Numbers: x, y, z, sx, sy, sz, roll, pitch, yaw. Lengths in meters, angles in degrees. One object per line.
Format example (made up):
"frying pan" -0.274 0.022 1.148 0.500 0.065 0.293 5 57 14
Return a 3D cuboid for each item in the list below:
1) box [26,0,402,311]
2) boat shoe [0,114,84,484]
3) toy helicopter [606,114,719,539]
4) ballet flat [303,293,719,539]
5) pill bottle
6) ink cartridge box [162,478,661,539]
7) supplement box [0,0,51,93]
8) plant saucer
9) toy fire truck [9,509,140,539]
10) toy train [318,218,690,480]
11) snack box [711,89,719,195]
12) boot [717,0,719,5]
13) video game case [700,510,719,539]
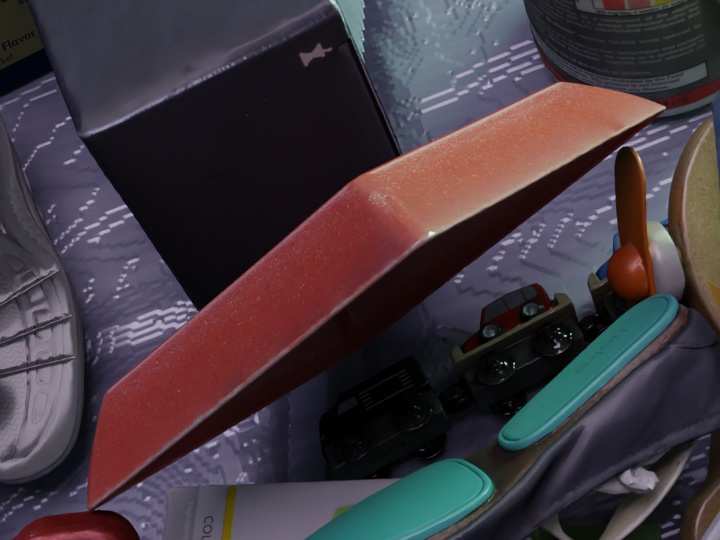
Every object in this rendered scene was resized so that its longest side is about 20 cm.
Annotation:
"box" -0.070 -0.106 0.902 0.117 0.197 0.201 -26 59 1
"boat shoe" -0.168 0.009 0.950 0.074 0.065 0.203 -22 62 0
"toy helicopter" 0.153 0.027 0.824 0.132 0.079 0.201 11 81 -15
"ballet flat" 0.059 0.089 0.766 0.200 0.073 0.073 -35 59 -7
"pill bottle" 0.116 -0.163 0.881 0.115 0.200 0.116 -6 61 12
"ink cartridge box" 0.018 0.142 0.822 0.199 0.059 0.104 -3 61 14
"supplement box" -0.218 -0.221 1.004 0.134 0.200 0.201 -27 58 0
"plant saucer" 0.000 0.000 0.788 0.200 0.199 0.037 -40 83 36
"toy fire truck" -0.151 0.199 0.780 0.167 0.112 0.201 -8 97 4
"toy train" 0.071 0.031 0.886 0.199 0.034 0.046 -28 48 -2
"snack box" 0.242 -0.065 0.724 0.199 0.169 0.068 0 69 -4
"boot" 0.248 -0.151 0.880 0.200 0.071 0.145 18 71 -15
"video game case" 0.212 0.090 0.662 0.182 0.022 0.200 29 79 37
